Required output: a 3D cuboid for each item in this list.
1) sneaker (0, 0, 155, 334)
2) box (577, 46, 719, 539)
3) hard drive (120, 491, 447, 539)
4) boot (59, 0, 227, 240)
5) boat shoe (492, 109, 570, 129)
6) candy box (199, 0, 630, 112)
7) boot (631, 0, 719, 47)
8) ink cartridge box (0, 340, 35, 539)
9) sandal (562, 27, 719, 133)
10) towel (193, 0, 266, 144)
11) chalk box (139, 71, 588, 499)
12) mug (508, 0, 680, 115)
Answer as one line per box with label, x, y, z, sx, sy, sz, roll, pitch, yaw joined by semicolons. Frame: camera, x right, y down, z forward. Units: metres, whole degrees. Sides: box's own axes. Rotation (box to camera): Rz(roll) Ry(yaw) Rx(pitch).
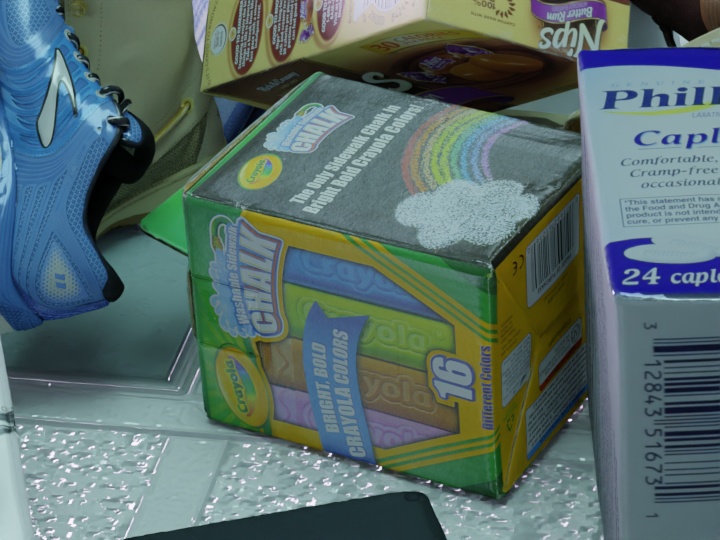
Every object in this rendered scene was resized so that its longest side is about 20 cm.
sneaker;-0.137;-0.072;1.347;0.089;0.201;0.079;-4;-11;3
box;0.146;0.033;1.193;0.104;0.185;0.200;-3;32;1
hard drive;-0.016;0.161;1.143;0.139;0.033;0.200;-9;32;-10
boot;-0.153;-0.087;1.434;0.199;0.156;0.073;-24;32;-33
boat shoe;0.133;-0.038;1.423;0.199;0.075;0.068;-3;31;21
candy box;0.023;-0.113;1.412;0.116;0.057;0.200;13;-15;-33
boot;0.228;-0.106;1.464;0.200;0.073;0.166;33;0;-30
ink cartridge box;-0.209;0.076;1.180;0.144;0.084;0.201;-9;57;-9
sandal;0.117;-0.043;1.344;0.211;0.078;0.070;-31;-6;17
towel;-0.055;-0.165;1.588;0.024;0.147;0.200;20;22;-25
chalk box;0.000;0.000;1.320;0.199;0.124;0.124;14;36;27
mug;0.078;-0.161;1.545;0.186;0.154;0.150;-8;32;-7
